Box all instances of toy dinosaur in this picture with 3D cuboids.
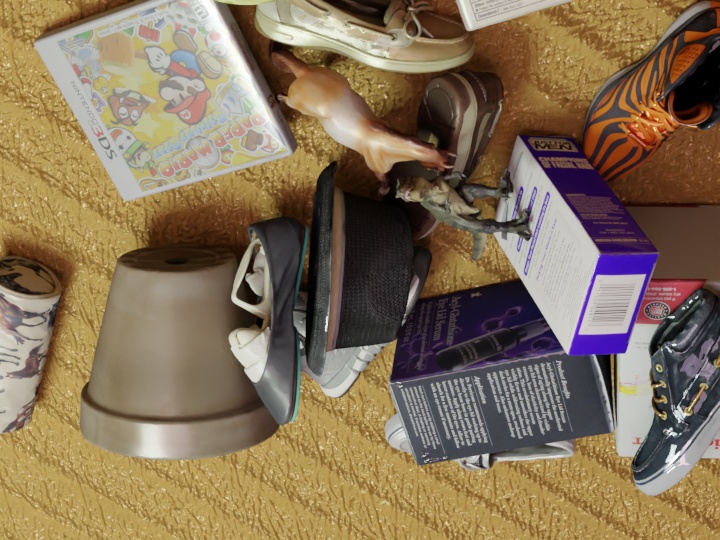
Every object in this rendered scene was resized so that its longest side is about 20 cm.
[{"bbox_3d":[0.103,-0.054,1.376,0.088,0.048,0.200,-5,159,27],"label":"toy dinosaur"}]

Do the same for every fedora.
[{"bbox_3d":[0.000,0.000,1.412,0.091,0.201,0.201,4,121,-5],"label":"fedora"}]

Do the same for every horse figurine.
[{"bbox_3d":[-0.014,-0.137,1.380,0.200,0.133,0.050,42,77,-3],"label":"horse figurine"}]

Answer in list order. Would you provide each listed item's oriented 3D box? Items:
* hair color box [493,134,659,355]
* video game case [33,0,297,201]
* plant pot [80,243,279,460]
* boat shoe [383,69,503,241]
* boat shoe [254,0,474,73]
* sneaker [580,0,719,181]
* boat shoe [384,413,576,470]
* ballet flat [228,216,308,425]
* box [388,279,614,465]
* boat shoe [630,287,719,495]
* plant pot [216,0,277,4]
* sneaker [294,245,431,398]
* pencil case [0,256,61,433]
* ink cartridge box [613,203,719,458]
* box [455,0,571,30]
[{"bbox_3d":[0.188,-0.026,1.372,0.065,0.200,0.110,-1,125,-20],"label":"hair color box"},{"bbox_3d":[-0.182,-0.164,1.423,0.199,0.023,0.182,-13,119,27],"label":"video game case"},{"bbox_3d":[-0.180,0.070,1.504,0.199,0.200,0.174,1,104,7],"label":"plant pot"},{"bbox_3d":[0.084,-0.104,1.417,0.075,0.075,0.203,54,145,22],"label":"boat shoe"},{"bbox_3d":[0.005,-0.227,1.357,0.200,0.073,0.063,14,126,7],"label":"boat shoe"},{"bbox_3d":[0.261,-0.143,1.348,0.077,0.112,0.200,29,121,-10],"label":"sneaker"},{"bbox_3d":[0.122,0.171,1.568,0.199,0.066,0.074,-9,147,13],"label":"boat shoe"},{"bbox_3d":[-0.090,0.045,1.445,0.073,0.073,0.201,1,77,6],"label":"ballet flat"},{"bbox_3d":[0.140,0.092,1.484,0.199,0.148,0.105,-13,118,13],"label":"box"},{"bbox_3d":[0.280,0.105,1.354,0.091,0.071,0.201,30,114,-9],"label":"boat shoe"},{"bbox_3d":[-0.083,-0.344,1.225,0.199,0.193,0.201,3,122,5],"label":"plant pot"},{"bbox_3d":[-0.021,0.034,1.514,0.115,0.075,0.200,31,121,-8],"label":"sneaker"},{"bbox_3d":[-0.367,0.077,1.579,0.089,0.078,0.201,11,123,-16],"label":"pencil case"},{"bbox_3d":[0.313,0.058,1.442,0.145,0.145,0.201,1,121,7],"label":"ink cartridge box"},{"bbox_3d":[0.118,-0.321,1.262,0.127,0.109,0.201,-14,117,16],"label":"box"}]
